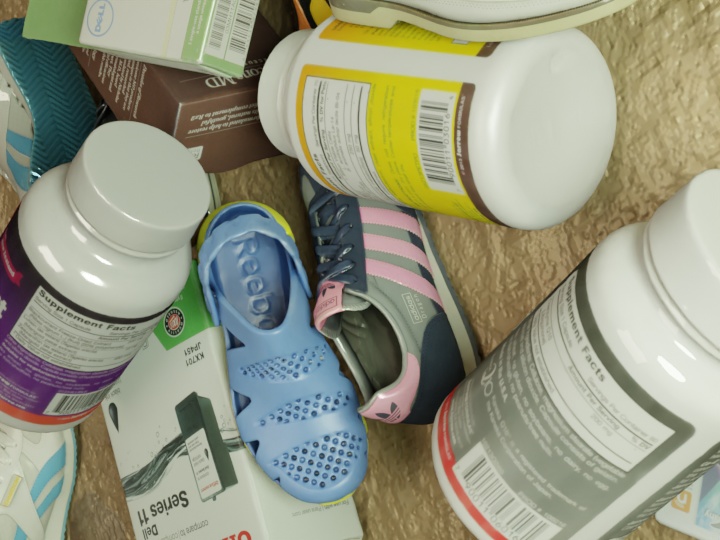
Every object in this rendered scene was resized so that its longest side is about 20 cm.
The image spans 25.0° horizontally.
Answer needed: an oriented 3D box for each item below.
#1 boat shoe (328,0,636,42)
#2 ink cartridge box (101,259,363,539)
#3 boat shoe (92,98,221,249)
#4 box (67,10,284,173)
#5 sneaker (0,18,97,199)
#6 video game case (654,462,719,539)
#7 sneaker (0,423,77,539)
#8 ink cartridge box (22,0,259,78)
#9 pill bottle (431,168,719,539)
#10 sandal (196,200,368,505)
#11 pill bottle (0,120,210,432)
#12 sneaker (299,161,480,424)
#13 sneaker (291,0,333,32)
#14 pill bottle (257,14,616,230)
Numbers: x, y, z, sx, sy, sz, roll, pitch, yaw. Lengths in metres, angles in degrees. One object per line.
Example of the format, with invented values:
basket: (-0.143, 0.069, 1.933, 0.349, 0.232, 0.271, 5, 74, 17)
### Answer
boat shoe: (0.053, -0.163, 0.832, 0.199, 0.075, 0.069, 9, 125, 40)
ink cartridge box: (-0.094, 0.106, 1.078, 0.146, 0.083, 0.201, -29, 73, 45)
boat shoe: (-0.154, -0.109, 1.136, 0.075, 0.062, 0.201, -32, 70, 46)
box: (-0.128, -0.156, 1.066, 0.200, 0.100, 0.075, 54, 143, 28)
sneaker: (-0.232, -0.086, 1.210, 0.081, 0.076, 0.201, -48, 54, 48)
video game case: (0.233, 0.064, 0.766, 0.200, 0.023, 0.183, 18, 107, 45)
sneaker: (-0.278, 0.170, 1.286, 0.076, 0.081, 0.201, 18, 106, 46)
ink cartridge box: (-0.139, -0.202, 0.981, 0.199, 0.048, 0.146, 14, 92, 35)
pill bottle: (0.131, 0.050, 0.778, 0.200, 0.114, 0.114, -49, 60, 38)
sandal: (-0.052, 0.045, 0.972, 0.087, 0.079, 0.201, 92, 155, -78)
pill bottle: (-0.172, 0.003, 1.008, 0.200, 0.111, 0.112, -50, 59, 39)
sneaker: (0.000, 0.000, 0.966, 0.070, 0.082, 0.201, -47, 61, 39)
sneaker: (-0.039, -0.235, 0.991, 0.090, 0.070, 0.201, -27, 77, 42)
pill bottle: (0.035, -0.089, 0.899, 0.199, 0.109, 0.110, 14, 105, 45)
